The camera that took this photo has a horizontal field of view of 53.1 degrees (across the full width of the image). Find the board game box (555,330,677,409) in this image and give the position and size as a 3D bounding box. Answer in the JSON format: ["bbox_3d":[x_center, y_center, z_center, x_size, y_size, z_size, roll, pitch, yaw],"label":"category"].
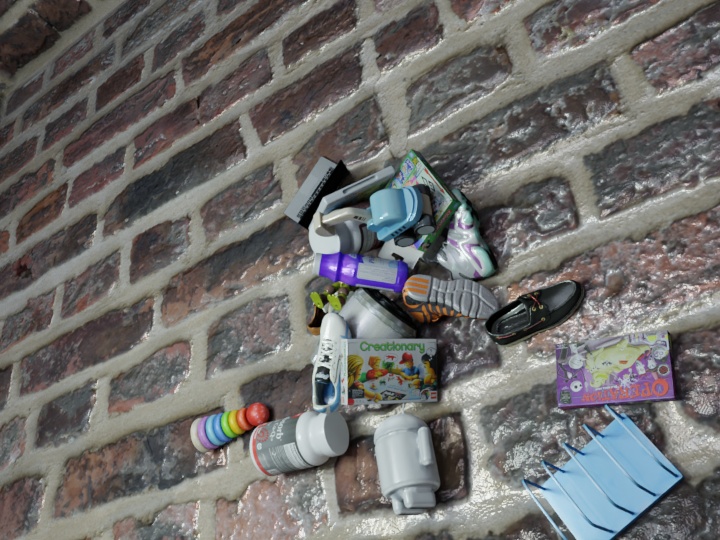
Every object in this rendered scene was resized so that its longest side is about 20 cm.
[{"bbox_3d":[0.444,0.176,1.267,0.199,0.032,0.121,-13,65,33],"label":"board game box"}]

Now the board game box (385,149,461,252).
[{"bbox_3d":[0.126,-0.153,1.563,0.135,0.029,0.200,-55,42,24],"label":"board game box"}]

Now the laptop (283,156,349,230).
[{"bbox_3d":[-0.126,-0.211,1.849,0.200,0.116,0.188,35,90,43],"label":"laptop"}]

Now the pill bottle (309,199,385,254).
[{"bbox_3d":[-0.013,-0.090,1.627,0.114,0.200,0.115,17,116,39],"label":"pill bottle"}]

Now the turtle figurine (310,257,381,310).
[{"bbox_3d":[-0.041,0.024,1.630,0.199,0.065,0.161,19,45,29],"label":"turtle figurine"}]

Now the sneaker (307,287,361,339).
[{"bbox_3d":[-0.054,0.067,1.671,0.073,0.085,0.201,21,79,44],"label":"sneaker"}]

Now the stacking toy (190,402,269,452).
[{"bbox_3d":[-0.304,0.369,1.721,0.199,0.085,0.086,-22,55,21],"label":"stacking toy"}]

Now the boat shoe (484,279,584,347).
[{"bbox_3d":[0.332,0.078,1.381,0.201,0.063,0.074,-33,49,19],"label":"boat shoe"}]

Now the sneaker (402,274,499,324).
[{"bbox_3d":[0.184,0.070,1.493,0.199,0.112,0.078,17,61,8],"label":"sneaker"}]

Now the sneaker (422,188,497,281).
[{"bbox_3d":[0.190,-0.062,1.523,0.139,0.078,0.201,-26,70,22],"label":"sneaker"}]

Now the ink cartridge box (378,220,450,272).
[{"bbox_3d":[0.141,-0.086,1.609,0.117,0.067,0.200,30,87,42],"label":"ink cartridge box"}]

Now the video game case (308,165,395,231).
[{"bbox_3d":[-0.023,-0.159,1.659,0.182,0.200,0.022,-27,82,-19],"label":"video game case"}]

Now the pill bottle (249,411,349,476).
[{"bbox_3d":[-0.130,0.369,1.554,0.199,0.116,0.116,-21,56,28],"label":"pill bottle"}]

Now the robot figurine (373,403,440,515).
[{"bbox_3d":[0.088,0.363,1.388,0.170,0.113,0.201,-45,44,43],"label":"robot figurine"}]

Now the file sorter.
[{"bbox_3d":[0.383,0.335,1.167,0.200,0.123,0.139,-46,47,10],"label":"file sorter"}]

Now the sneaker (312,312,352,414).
[{"bbox_3d":[-0.059,0.183,1.422,0.072,0.072,0.201,3,88,21],"label":"sneaker"}]

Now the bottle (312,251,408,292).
[{"bbox_3d":[0.000,0.000,1.520,0.199,0.084,0.066,9,101,0],"label":"bottle"}]

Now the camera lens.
[{"bbox_3d":[0.010,0.150,1.527,0.200,0.160,0.160,-53,47,3],"label":"camera lens"}]

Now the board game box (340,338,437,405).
[{"bbox_3d":[0.058,0.199,1.427,0.035,0.199,0.127,165,105,-66],"label":"board game box"}]

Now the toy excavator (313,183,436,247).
[{"bbox_3d":[0.028,-0.116,1.488,0.194,0.199,0.100,-32,55,45],"label":"toy excavator"}]
